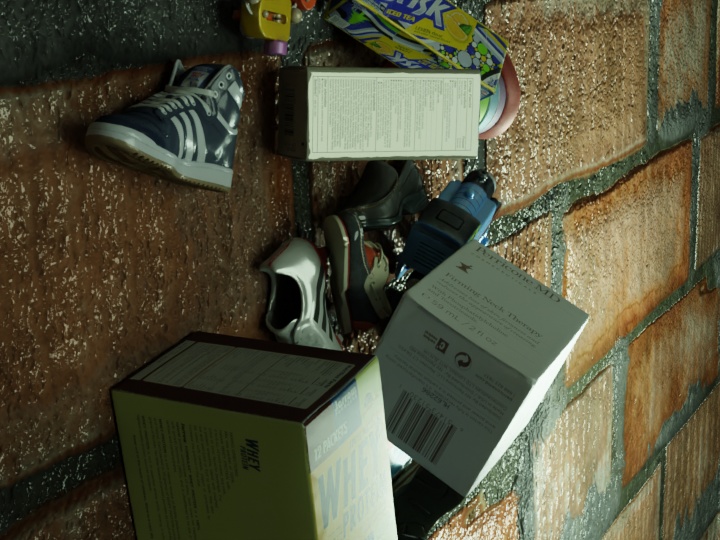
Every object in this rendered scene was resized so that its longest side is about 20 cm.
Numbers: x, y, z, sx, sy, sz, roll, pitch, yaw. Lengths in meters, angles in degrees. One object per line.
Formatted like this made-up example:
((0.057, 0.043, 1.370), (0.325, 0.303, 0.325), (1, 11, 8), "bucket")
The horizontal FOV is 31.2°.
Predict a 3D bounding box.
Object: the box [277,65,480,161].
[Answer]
((0.020, -0.160, 1.314), (0.197, 0.078, 0.097), (-2, 99, -26), "box")

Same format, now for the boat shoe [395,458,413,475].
((0.062, 0.242, 1.584), (0.074, 0.064, 0.205), (20, 77, -61), "boat shoe")

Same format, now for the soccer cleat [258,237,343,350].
((-0.059, 0.066, 1.333), (0.085, 0.068, 0.203), (-31, 119, -46), "soccer cleat")

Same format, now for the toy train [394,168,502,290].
((0.113, -0.048, 1.574), (0.200, 0.086, 0.115), (-51, 167, -46), "toy train")

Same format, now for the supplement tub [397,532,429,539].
((-0.010, 0.324, 1.332), (0.198, 0.122, 0.124), (18, 77, -25), "supplement tub")

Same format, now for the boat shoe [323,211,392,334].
((0.000, 0.000, 1.365), (0.201, 0.062, 0.072), (84, -11, -57), "boat shoe")

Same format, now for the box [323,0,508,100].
((0.062, -0.259, 1.394), (0.199, 0.064, 0.071), (29, 65, -25), "box")

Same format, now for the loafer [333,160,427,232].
((0.015, -0.087, 1.443), (0.200, 0.072, 0.073), (-36, 118, -66), "loafer")

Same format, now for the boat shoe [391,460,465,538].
((0.060, 0.262, 1.473), (0.076, 0.200, 0.074), (44, 30, -8), "boat shoe")

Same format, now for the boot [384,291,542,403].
((0.135, 0.099, 1.588), (0.201, 0.166, 0.077), (57, 47, -49), "boot")

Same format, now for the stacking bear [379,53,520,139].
((0.091, -0.212, 1.512), (0.199, 0.114, 0.122), (-3, 133, -51), "stacking bear")

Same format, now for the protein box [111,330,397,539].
((-0.090, 0.180, 1.146), (0.135, 0.197, 0.201), (-36, 126, -54), "protein box")

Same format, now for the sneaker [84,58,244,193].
((-0.161, -0.134, 1.091), (0.200, 0.069, 0.110), (16, 86, -68), "sneaker")

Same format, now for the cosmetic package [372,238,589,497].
((0.119, 0.100, 1.406), (0.200, 0.166, 0.168), (-35, 155, -58), "cosmetic package")

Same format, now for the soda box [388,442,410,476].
((-0.002, 0.209, 1.454), (0.200, 0.067, 0.065), (-37, 127, -54), "soda box")

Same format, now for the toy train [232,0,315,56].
((-0.095, -0.291, 1.211), (0.200, 0.055, 0.152), (48, 52, -58), "toy train")
